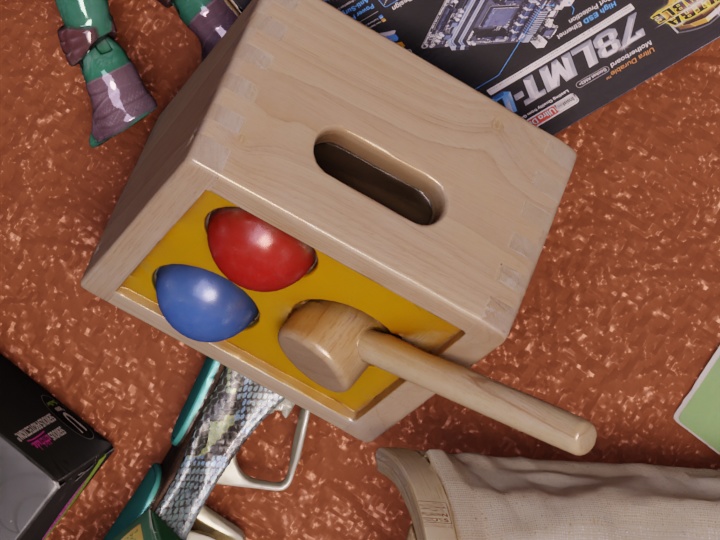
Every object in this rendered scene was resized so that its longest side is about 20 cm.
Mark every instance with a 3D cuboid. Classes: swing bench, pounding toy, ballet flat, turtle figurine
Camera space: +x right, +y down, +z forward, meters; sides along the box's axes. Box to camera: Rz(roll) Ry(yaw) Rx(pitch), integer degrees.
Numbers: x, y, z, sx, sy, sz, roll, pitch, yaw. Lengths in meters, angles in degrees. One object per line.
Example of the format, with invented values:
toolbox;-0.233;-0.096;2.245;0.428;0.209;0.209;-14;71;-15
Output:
swing bench;0.104;0.190;1.192;0.198;0.130;0.201;3;106;-17
pounding toy;0.000;0.000;1.173;0.199;0.184;0.143;29;61;-11
ballet flat;-0.072;0.103;1.283;0.074;0.074;0.201;30;99;3
turtle figurine;-0.140;-0.168;1.256;0.149;0.101;0.200;-33;96;8

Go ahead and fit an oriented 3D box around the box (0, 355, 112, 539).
box;-0.246;0.085;1.263;0.200;0.124;0.149;38;98;3

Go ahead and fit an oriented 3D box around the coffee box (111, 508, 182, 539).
coffee box;-0.078;0.219;1.267;0.123;0.044;0.200;-41;113;8

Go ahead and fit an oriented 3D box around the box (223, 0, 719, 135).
box;0.051;-0.142;1.190;0.200;0.050;0.199;-30;130;18

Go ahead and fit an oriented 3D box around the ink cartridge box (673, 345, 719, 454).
ink cartridge box;0.266;0.072;1.247;0.200;0.048;0.146;39;105;26
